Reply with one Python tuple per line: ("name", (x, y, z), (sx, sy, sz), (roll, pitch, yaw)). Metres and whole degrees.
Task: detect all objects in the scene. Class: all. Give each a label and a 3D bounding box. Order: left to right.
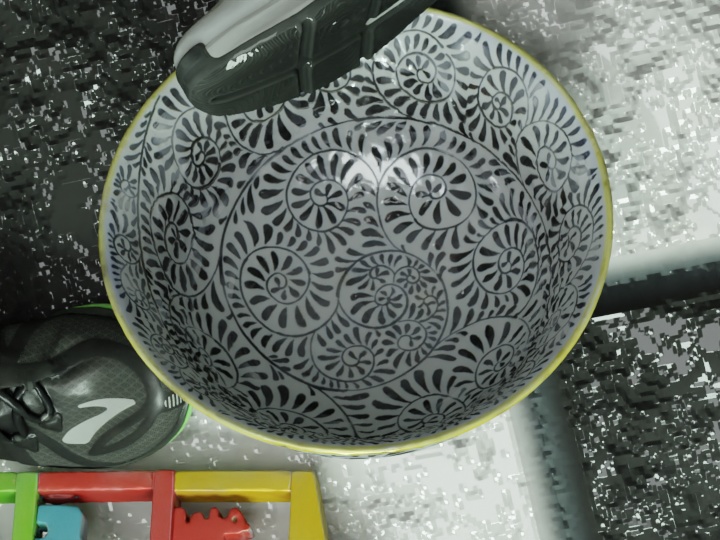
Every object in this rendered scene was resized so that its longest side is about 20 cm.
("sneaker", (-0.166, 0.056, 1.190), (0.200, 0.084, 0.077), (-2, 103, 14))
("toy zoo", (-0.089, 0.150, 1.186), (0.200, 0.020, 0.131), (-1, 70, 7))
("sneaker", (-0.013, -0.151, 1.091), (0.200, 0.076, 0.115), (-37, 76, -16))
("bowl", (0.000, 0.000, 1.116), (0.200, 0.094, 0.201), (-1, 63, 2))
